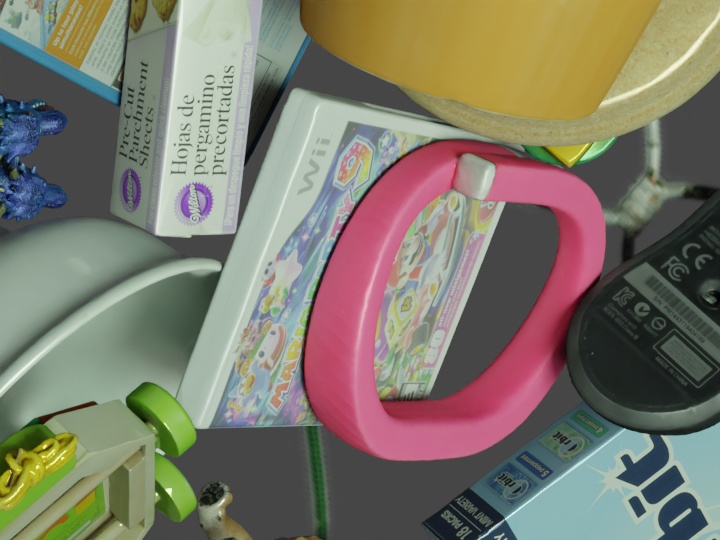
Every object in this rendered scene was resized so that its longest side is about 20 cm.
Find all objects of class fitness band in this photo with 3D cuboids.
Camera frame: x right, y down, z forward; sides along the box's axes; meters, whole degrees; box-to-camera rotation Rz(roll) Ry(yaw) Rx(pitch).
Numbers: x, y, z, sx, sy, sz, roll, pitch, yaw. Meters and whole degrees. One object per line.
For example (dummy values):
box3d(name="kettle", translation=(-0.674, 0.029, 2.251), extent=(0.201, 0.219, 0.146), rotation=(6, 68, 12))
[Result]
box3d(name="fitness band", translation=(0.046, 0.016, 1.083), extent=(0.200, 0.037, 0.144), rotation=(4, 107, -58))

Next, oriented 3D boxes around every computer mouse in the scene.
box3d(name="computer mouse", translation=(0.184, 0.017, 1.156), extent=(0.200, 0.139, 0.053), rotation=(-34, 155, -16))

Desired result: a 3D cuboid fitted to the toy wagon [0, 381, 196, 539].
box3d(name="toy wagon", translation=(-0.132, 0.105, 0.951), extent=(0.155, 0.040, 0.200), rotation=(-41, 161, -23))

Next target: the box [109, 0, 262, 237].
box3d(name="box", translation=(-0.063, -0.114, 0.948), extent=(0.039, 0.041, 0.200), rotation=(-2, 107, -34))

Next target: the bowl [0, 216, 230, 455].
box3d(name="bowl", translation=(-0.149, 0.046, 0.999), extent=(0.201, 0.090, 0.201), rotation=(-43, 162, -18))

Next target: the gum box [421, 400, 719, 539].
box3d(name="gum box", translation=(0.153, 0.134, 1.217), extent=(0.200, 0.045, 0.170), rotation=(-37, 119, -11))

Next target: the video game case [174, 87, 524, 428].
box3d(name="video game case", translation=(0.000, 0.000, 1.054), extent=(0.200, 0.018, 0.143), rotation=(5, 108, -62))

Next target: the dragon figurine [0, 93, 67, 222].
box3d(name="dragon figurine", translation=(-0.213, -0.061, 0.950), extent=(0.200, 0.099, 0.059), rotation=(6, 104, -26))

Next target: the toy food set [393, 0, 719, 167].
box3d(name="toy food set", translation=(0.077, -0.150, 1.046), extent=(0.200, 0.049, 0.198), rotation=(42, 93, 0))

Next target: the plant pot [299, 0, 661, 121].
box3d(name="plant pot", translation=(0.061, -0.164, 0.938), extent=(0.200, 0.200, 0.183), rotation=(7, 110, -27))

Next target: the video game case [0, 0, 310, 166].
box3d(name="video game case", translation=(-0.091, -0.143, 0.956), extent=(0.200, 0.018, 0.143), rotation=(28, 89, -37))

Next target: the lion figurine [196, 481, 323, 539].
box3d(name="lion figurine", translation=(-0.077, 0.177, 1.119), extent=(0.200, 0.073, 0.123), rotation=(-28, 130, 2))
